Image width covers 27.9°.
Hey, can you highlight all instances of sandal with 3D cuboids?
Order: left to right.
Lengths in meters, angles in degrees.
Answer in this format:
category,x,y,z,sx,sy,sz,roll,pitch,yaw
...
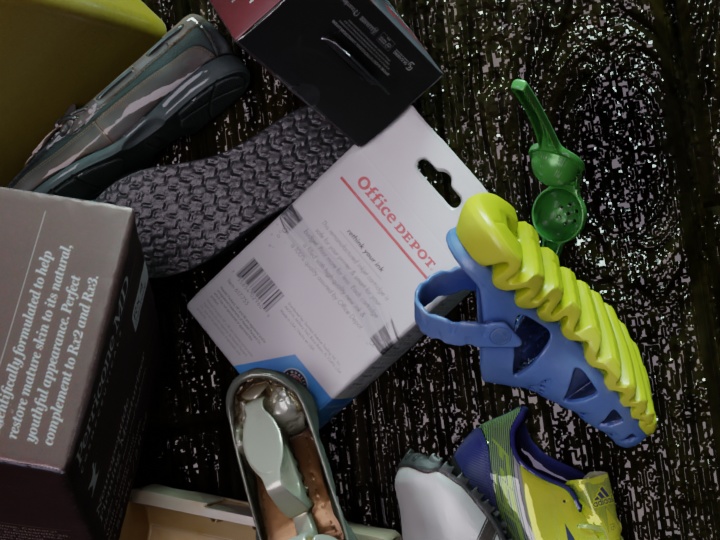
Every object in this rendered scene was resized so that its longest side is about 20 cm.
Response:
category,x,y,z,sx,sy,sz,roll,pitch,yaw
sandal,-0.092,-0.049,0.992,0.200,0.048,0.075,-22,85,-3
sandal,0.106,0.042,0.890,0.087,0.080,0.200,-38,111,21

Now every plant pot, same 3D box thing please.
category,x,y,z,sx,sy,sz,roll,pitch,yaw
plant pot,-0.291,-0.169,0.987,0.200,0.176,0.200,45,99,12

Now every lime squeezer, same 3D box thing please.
category,x,y,z,sx,sy,sz,roll,pitch,yaw
lime squeezer,0.114,-0.047,0.911,0.038,0.071,0.200,31,140,39

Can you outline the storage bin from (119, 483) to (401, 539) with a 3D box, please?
category,x,y,z,sx,sy,sz,roll,pitch,yaw
storage bin,-0.083,0.258,0.953,0.200,0.094,0.199,8,90,16

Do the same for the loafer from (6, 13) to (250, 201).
category,x,y,z,sx,sy,sz,roll,pitch,yaw
loafer,-0.172,-0.101,1.009,0.200,0.072,0.063,-34,75,3

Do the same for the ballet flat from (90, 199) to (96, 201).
category,x,y,z,sx,sy,sz,roll,pitch,yaw
ballet flat,-0.236,0.035,1.017,0.200,0.067,0.070,-39,71,10

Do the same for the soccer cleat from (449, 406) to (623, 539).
category,x,y,z,sx,sy,sz,roll,pitch,yaw
soccer cleat,0.140,0.173,0.909,0.084,0.065,0.200,-44,77,8

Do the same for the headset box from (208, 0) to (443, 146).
category,x,y,z,sx,sy,sz,roll,pitch,yaw
headset box,-0.043,-0.179,0.899,0.077,0.149,0.200,-41,55,10

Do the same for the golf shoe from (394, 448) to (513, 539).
category,x,y,z,sx,sy,sz,roll,pitch,yaw
golf shoe,0.050,0.212,0.887,0.078,0.094,0.200,-7,104,56

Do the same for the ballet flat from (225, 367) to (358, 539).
category,x,y,z,sx,sy,sz,roll,pitch,yaw
ballet flat,-0.040,0.153,0.872,0.067,0.064,0.200,-21,71,8

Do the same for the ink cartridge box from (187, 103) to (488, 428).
category,x,y,z,sx,sy,sz,roll,pitch,yaw
ink cartridge box,0.000,0.000,0.953,0.200,0.068,0.116,-42,78,10

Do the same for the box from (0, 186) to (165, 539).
category,x,y,z,sx,sy,sz,roll,pitch,yaw
box,-0.221,0.067,0.868,0.164,0.200,0.166,10,63,2
